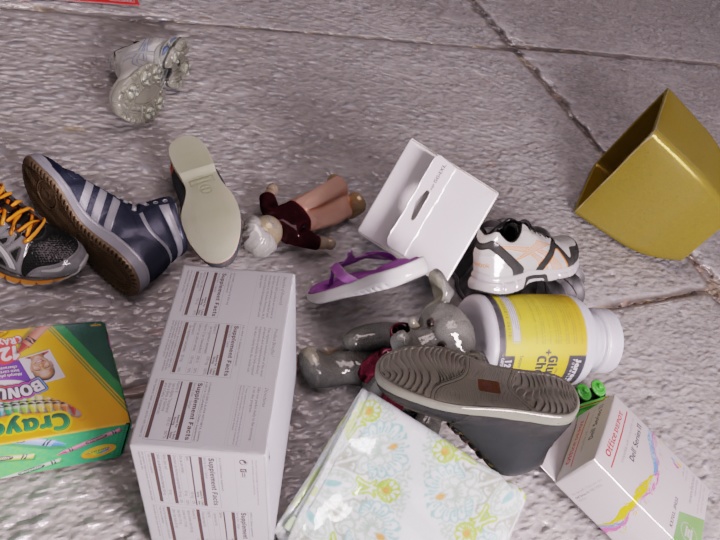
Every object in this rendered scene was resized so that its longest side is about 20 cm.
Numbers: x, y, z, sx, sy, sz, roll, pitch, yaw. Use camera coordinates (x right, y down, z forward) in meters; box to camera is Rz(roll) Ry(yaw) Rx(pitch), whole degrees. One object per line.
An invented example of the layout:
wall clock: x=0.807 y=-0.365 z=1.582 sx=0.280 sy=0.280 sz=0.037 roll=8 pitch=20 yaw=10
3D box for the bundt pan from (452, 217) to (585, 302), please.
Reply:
bundt pan: x=0.228 y=0.003 z=1.125 sx=0.198 sy=0.076 sz=0.204 roll=15 pitch=43 yaw=-14

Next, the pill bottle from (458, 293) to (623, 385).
pill bottle: x=0.219 y=0.086 z=0.994 sx=0.196 sy=0.113 sz=0.113 roll=1 pitch=47 yaw=-19

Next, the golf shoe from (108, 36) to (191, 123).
golf shoe: x=-0.312 y=-0.267 z=1.117 sx=0.095 sy=0.080 sz=0.201 roll=12 pitch=35 yaw=7

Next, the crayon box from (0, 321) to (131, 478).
crayon box: x=-0.317 y=0.118 z=0.717 sx=0.197 sy=0.059 sz=0.120 roll=-4 pitch=50 yaw=-32

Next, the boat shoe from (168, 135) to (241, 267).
boat shoe: x=-0.190 y=-0.076 z=0.982 sx=0.070 sy=0.063 sz=0.202 roll=-15 pitch=55 yaw=-16

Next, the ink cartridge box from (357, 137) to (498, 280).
ink cartridge box: x=0.082 y=-0.069 z=1.004 sx=0.124 sy=0.130 sz=0.200 roll=30 pitch=4 yaw=1

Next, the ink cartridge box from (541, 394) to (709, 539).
ink cartridge box: x=0.293 y=0.227 z=0.908 sx=0.200 sy=0.067 sz=0.117 roll=44 pitch=41 yaw=-2

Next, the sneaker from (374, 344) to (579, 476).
sneaker: x=0.103 y=0.145 z=0.786 sx=0.196 sy=0.108 sz=0.075 roll=13 pitch=39 yaw=0

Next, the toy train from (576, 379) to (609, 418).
toy train: x=0.237 y=0.179 z=0.980 sx=0.197 sy=0.042 sz=0.057 roll=-7 pitch=61 yaw=-34

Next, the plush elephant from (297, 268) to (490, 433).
plush elephant: x=0.061 y=0.097 z=0.872 sx=0.197 sy=0.156 sz=0.166 roll=-11 pitch=54 yaw=-36

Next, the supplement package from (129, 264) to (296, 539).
supplement package: x=-0.121 y=0.124 z=0.730 sx=0.108 sy=0.158 sz=0.202 roll=4 pitch=43 yaw=1

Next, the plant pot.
plant pot: x=0.509 y=-0.139 z=1.344 sx=0.199 sy=0.196 sz=0.195 roll=39 pitch=41 yaw=0

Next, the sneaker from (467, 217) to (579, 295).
sneaker: x=0.212 y=-0.027 z=1.008 sx=0.073 sy=0.082 sz=0.198 roll=13 pitch=19 yaw=44

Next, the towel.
towel: x=0.039 y=0.232 z=0.757 sx=0.198 sy=0.048 sz=0.173 roll=32 pitch=68 yaw=4

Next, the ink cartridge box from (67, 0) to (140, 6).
ink cartridge box: x=-0.460 y=-0.490 z=1.266 sx=0.197 sy=0.045 sz=0.178 roll=-7 pitch=51 yaw=-34

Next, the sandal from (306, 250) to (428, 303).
sandal: x=0.005 y=-0.002 z=0.923 sx=0.081 sy=0.201 sz=0.051 roll=-19 pitch=94 yaw=-38

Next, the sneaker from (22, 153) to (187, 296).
sneaker: x=-0.284 y=-0.069 z=0.915 sx=0.200 sy=0.070 sz=0.108 roll=44 pitch=47 yaw=7

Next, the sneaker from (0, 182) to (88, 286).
sneaker: x=-0.379 y=-0.052 z=0.842 sx=0.197 sy=0.078 sz=0.079 roll=24 pitch=39 yaw=-8

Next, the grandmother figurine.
grandmother figurine: x=-0.082 y=-0.071 z=1.042 sx=0.120 sy=0.061 sz=0.199 roll=34 pitch=38 yaw=20
